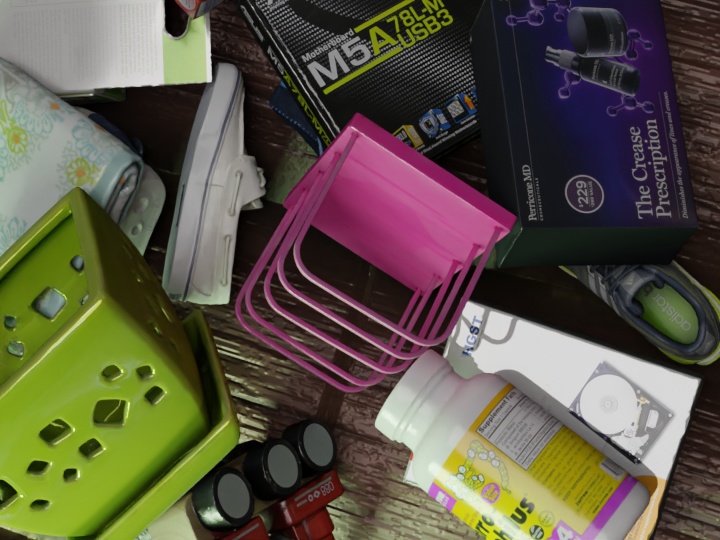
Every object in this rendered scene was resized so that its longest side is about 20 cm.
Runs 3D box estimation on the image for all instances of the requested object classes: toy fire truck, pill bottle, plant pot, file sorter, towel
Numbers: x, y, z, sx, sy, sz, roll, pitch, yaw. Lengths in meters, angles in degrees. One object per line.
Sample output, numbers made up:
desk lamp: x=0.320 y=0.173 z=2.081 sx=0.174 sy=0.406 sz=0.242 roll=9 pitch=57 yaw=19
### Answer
toy fire truck: x=-0.080 y=0.245 z=1.435 sx=0.128 sy=0.176 sz=0.202 roll=-23 pitch=91 yaw=37
pill bottle: x=0.110 y=0.147 z=1.338 sx=0.199 sy=0.104 sz=0.105 roll=37 pitch=97 yaw=12
plant pot: x=-0.210 y=0.091 z=1.362 sx=0.199 sy=0.200 sz=0.181 roll=-43 pitch=120 yaw=9
file sorter: x=0.000 y=0.000 z=1.343 sx=0.138 sy=0.200 sz=0.126 roll=32 pitch=69 yaw=-7
towel: x=-0.282 y=-0.048 z=1.466 sx=0.171 sy=0.048 sz=0.201 roll=33 pitch=104 yaw=18

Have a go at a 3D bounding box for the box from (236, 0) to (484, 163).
box: x=0.034 y=-0.183 z=1.430 sx=0.199 sy=0.048 sz=0.194 roll=-30 pitch=84 yaw=-16

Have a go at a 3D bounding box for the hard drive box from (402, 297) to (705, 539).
hard drive box: x=0.154 y=0.126 z=1.421 sx=0.198 sy=0.077 sz=0.157 roll=18 pitch=93 yaw=14

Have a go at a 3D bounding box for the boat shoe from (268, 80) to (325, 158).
boat shoe: x=-0.001 y=-0.078 z=1.459 sx=0.199 sy=0.084 sz=0.069 roll=38 pitch=101 yaw=13

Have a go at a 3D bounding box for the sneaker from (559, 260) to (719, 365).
sneaker: x=0.209 y=-0.002 z=1.406 sx=0.199 sy=0.081 sz=0.074 roll=39 pitch=97 yaw=11

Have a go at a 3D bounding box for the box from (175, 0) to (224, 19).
box: x=-0.082 y=-0.303 z=1.424 sx=0.200 sy=0.100 sz=0.096 roll=-38 pitch=80 yaw=-28

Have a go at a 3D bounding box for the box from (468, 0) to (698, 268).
box: x=0.166 y=-0.109 z=1.360 sx=0.140 sy=0.079 sz=0.202 roll=-2 pitch=68 yaw=-9

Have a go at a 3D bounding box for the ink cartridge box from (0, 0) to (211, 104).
ink cartridge box: x=-0.213 y=-0.218 z=1.516 sx=0.198 sy=0.076 sz=0.150 roll=-2 pitch=88 yaw=12

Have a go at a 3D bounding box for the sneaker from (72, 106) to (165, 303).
sneaker: x=-0.256 y=-0.041 z=1.533 sx=0.146 sy=0.080 sz=0.201 roll=41 pitch=113 yaw=30

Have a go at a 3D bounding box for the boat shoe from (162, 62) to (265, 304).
boat shoe: x=-0.114 y=-0.070 z=1.500 sx=0.069 sy=0.071 sz=0.202 roll=11 pitch=88 yaw=-14
